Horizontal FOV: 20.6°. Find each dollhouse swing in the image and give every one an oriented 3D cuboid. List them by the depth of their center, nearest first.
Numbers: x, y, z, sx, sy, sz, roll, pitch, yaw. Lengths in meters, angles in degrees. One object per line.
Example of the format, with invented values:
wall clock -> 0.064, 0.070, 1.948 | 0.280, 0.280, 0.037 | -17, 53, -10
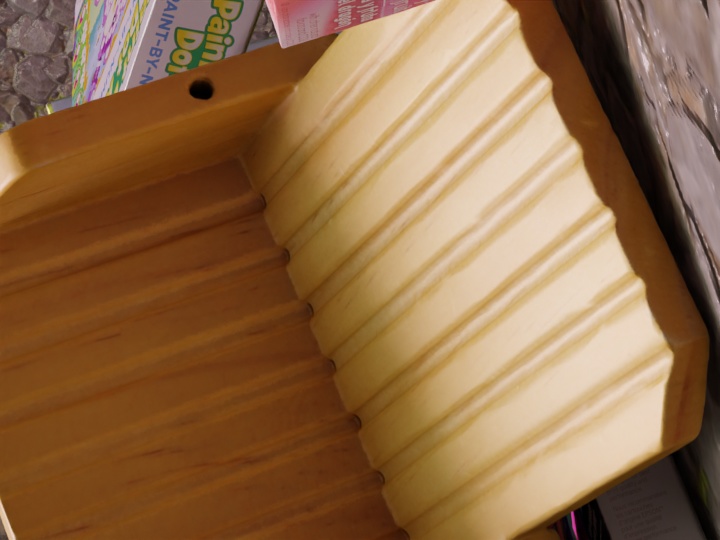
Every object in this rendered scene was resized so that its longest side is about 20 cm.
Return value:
dollhouse swing -> -0.024, 0.019, 0.613 | 0.202, 0.180, 0.176 | 67, 161, 13

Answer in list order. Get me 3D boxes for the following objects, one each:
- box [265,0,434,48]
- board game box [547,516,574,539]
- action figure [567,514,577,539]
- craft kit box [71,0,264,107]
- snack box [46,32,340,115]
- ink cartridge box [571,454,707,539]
box -> 0.006, -0.134, 0.470 | 0.200, 0.094, 0.104 | 88, 165, -82
board game box -> 0.082, 0.176, 0.671 | 0.103, 0.019, 0.202 | 69, -171, -54
action figure -> 0.084, 0.133, 0.972 | 0.118, 0.054, 0.201 | 55, 167, 47
craft kit box -> -0.073, -0.135, 0.810 | 0.198, 0.048, 0.201 | -103, 31, -51
snack box -> -0.062, -0.091, 1.076 | 0.142, 0.198, 0.054 | -149, 42, -86
ink cartridge box -> 0.103, 0.110, 0.680 | 0.095, 0.037, 0.201 | 76, 179, -58
